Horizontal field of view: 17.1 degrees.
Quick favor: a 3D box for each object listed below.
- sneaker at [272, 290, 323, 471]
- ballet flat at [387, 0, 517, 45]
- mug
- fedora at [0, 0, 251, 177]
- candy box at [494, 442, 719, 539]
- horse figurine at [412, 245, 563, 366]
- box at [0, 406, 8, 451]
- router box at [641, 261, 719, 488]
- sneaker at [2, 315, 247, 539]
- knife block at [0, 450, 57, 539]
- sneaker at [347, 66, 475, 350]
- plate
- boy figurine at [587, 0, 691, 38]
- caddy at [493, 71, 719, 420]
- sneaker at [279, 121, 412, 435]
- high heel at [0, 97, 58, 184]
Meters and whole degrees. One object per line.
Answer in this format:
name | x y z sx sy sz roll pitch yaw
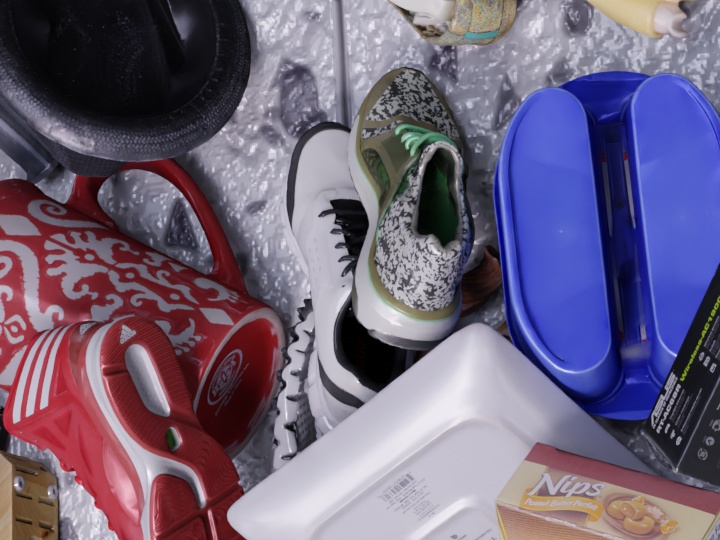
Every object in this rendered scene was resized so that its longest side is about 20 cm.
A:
sneaker | -0.012 0.111 1.450 0.090 0.067 0.201 8 75 3
ballet flat | 0.009 -0.202 1.442 0.200 0.071 0.071 43 108 23
mug | -0.151 0.018 1.494 0.199 0.133 0.179 23 101 25
fedora | -0.165 -0.132 1.508 0.201 0.200 0.092 55 145 19
candy box | 0.144 0.195 1.300 0.115 0.055 0.201 14 134 28
horse figurine | 0.075 0.089 1.408 0.132 0.050 0.201 -13 87 25
box | -0.356 0.108 1.561 0.163 0.200 0.087 19 97 28
router box | 0.258 0.032 1.253 0.149 0.062 0.201 21 101 -17
sneaker | -0.141 0.117 1.422 0.115 0.078 0.201 2 112 44
knife block | -0.287 0.227 1.565 0.174 0.064 0.201 -8 74 19
sneaker | 0.042 -0.052 1.377 0.089 0.076 0.201 120 155 -45
plate | 0.059 0.147 1.348 0.199 0.200 0.032 -38 27 22
boy figurine | 0.163 -0.196 1.363 0.199 0.064 0.125 6 94 27
caddy | 0.146 -0.018 1.342 0.140 0.105 0.201 -6 80 7
sneaker | 0.000 0.000 1.414 0.073 0.080 0.201 -5 70 -14
high heel | -0.315 -0.068 1.579 0.200 0.143 0.072 -37 29 13
